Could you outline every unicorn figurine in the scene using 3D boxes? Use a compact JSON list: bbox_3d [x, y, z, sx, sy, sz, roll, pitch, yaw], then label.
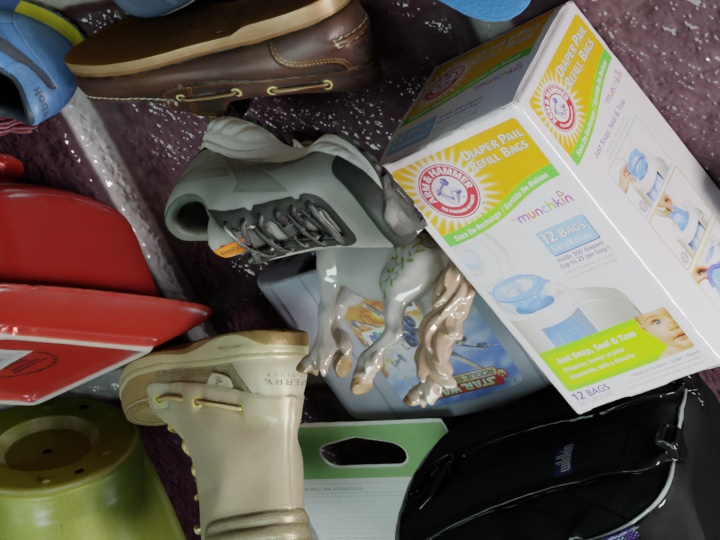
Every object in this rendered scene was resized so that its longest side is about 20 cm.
[{"bbox_3d":[0.000,0.000,1.642,0.199,0.074,0.138,15,95,35],"label":"unicorn figurine"}]

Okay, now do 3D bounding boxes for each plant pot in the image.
[{"bbox_3d":[-0.201,0.199,1.906,0.200,0.200,0.194,7,120,23],"label":"plant pot"}]

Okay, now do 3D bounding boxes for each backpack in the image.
[{"bbox_3d":[0.127,0.152,1.668,0.199,0.178,0.151,-14,120,21],"label":"backpack"}]

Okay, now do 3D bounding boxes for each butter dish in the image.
[{"bbox_3d":[-0.230,-0.004,1.762,0.199,0.148,0.200,6,158,-44],"label":"butter dish"}]

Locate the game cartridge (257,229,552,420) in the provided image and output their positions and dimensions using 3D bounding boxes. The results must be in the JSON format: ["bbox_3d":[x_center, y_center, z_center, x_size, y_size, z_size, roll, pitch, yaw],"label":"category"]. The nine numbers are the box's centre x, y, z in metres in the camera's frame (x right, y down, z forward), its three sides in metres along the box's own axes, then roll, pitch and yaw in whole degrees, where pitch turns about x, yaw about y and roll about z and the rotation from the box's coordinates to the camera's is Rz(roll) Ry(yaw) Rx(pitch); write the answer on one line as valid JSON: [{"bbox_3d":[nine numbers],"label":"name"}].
[{"bbox_3d":[0.046,0.030,1.715,0.200,0.042,0.133,-16,116,37],"label":"game cartridge"}]

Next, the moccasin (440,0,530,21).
[{"bbox_3d":[0.027,-0.221,1.474,0.080,0.068,0.200,-32,111,35],"label":"moccasin"}]

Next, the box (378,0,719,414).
[{"bbox_3d":[0.121,-0.034,1.566,0.112,0.101,0.200,-22,116,40],"label":"box"}]

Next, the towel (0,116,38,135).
[{"bbox_3d":[-0.317,-0.061,1.749,0.200,0.144,0.023,-17,95,38],"label":"towel"}]

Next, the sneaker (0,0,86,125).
[{"bbox_3d":[-0.268,-0.139,1.698,0.199,0.079,0.066,18,137,15],"label":"sneaker"}]

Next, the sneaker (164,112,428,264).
[{"bbox_3d":[-0.037,-0.033,1.551,0.200,0.079,0.074,11,147,53],"label":"sneaker"}]

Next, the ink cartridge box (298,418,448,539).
[{"bbox_3d":[0.035,0.161,1.829,0.145,0.048,0.200,-4,126,31],"label":"ink cartridge box"}]

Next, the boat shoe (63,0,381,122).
[{"bbox_3d":[-0.082,-0.120,1.618,0.199,0.070,0.070,-6,122,32],"label":"boat shoe"}]

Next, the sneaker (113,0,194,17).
[{"bbox_3d":[-0.099,-0.194,1.550,0.075,0.085,0.200,38,136,-8],"label":"sneaker"}]

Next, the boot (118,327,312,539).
[{"bbox_3d":[-0.093,0.126,1.775,0.073,0.156,0.200,3,168,-35],"label":"boot"}]
